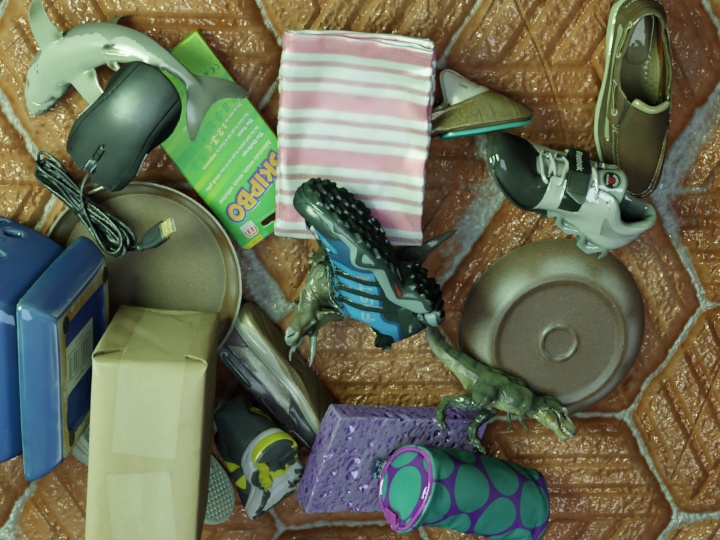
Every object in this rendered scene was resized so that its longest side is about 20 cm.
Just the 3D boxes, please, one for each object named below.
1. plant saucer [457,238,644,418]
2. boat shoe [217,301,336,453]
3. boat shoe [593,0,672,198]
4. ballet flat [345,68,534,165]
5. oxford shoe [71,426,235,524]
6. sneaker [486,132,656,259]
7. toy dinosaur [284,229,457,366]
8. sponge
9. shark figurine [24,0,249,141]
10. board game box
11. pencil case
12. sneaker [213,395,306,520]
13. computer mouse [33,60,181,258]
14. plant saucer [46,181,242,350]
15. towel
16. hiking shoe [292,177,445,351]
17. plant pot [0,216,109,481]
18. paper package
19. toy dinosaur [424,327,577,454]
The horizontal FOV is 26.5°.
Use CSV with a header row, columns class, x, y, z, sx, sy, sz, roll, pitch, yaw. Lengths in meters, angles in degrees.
class,x,y,z,sx,sy,sz,roll,pitch,yaw
plant saucer,0.200,0.068,1.568,0.198,0.037,0.203,-2,110,-6
boat shoe,-0.080,0.124,1.541,0.064,0.072,0.201,-29,111,16
boat shoe,0.265,-0.160,1.467,0.074,0.075,0.205,-8,112,-4
ballet flat,0.064,-0.150,1.461,0.197,0.068,0.073,-15,94,4
oxford shoe,-0.213,0.198,1.561,0.199,0.076,0.058,33,147,-25
sneaker,0.205,-0.086,1.462,0.199,0.075,0.088,28,143,-35
toy dinosaur,0.000,0.000,1.509,0.198,0.077,0.103,-25,129,-8
sponge,0.035,0.192,1.554,0.198,0.030,0.113,6,113,-37
shark figurine,-0.213,-0.200,1.384,0.212,0.090,0.129,6,126,21
board game box,-0.133,-0.122,1.460,0.095,0.030,0.201,-34,108,8
pencil case,0.106,0.231,1.551,0.199,0.085,0.093,17,113,-42
sneaker,-0.102,0.181,1.527,0.074,0.201,0.085,-33,70,-18
computer mouse,-0.211,-0.087,1.376,0.141,0.046,0.199,47,129,-8
plant saucer,-0.212,0.008,1.485,0.197,0.035,0.203,0,107,1
towel,-0.006,-0.119,1.417,0.144,0.030,0.203,4,110,0
hiking shoe,-0.006,0.002,1.421,0.086,0.075,0.200,-34,119,19
plant pot,-0.333,0.070,1.396,0.177,0.200,0.203,7,112,8
paper package,-0.189,0.151,1.407,0.102,0.191,0.203,3,103,-3
toy dinosaur,0.120,0.130,1.542,0.199,0.047,0.089,33,92,-15
